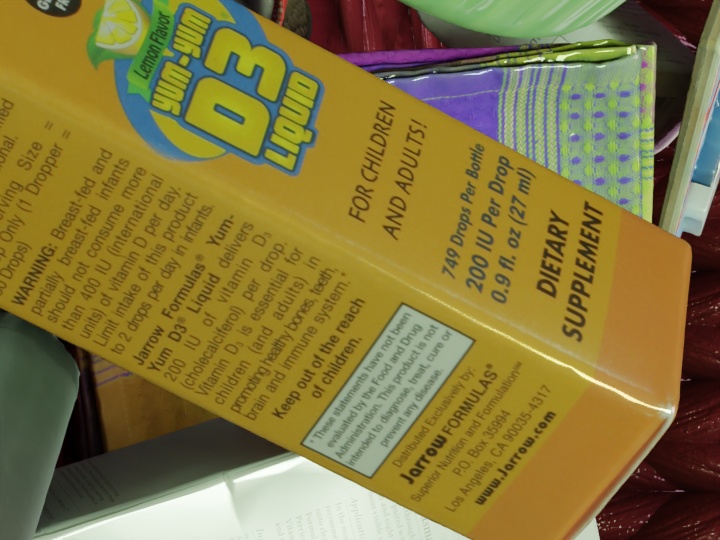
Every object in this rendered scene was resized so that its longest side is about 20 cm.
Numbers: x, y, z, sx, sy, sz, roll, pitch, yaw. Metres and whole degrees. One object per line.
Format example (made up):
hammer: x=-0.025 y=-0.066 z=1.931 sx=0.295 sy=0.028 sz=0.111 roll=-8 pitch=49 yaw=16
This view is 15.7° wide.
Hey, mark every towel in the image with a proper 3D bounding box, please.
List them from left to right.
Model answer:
towel: x=0.000 y=0.000 z=0.840 sx=0.023 sy=0.200 sz=0.144 roll=-119 pitch=-154 yaw=-64

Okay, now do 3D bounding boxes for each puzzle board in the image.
puzzle board: x=0.146 y=-0.103 z=0.967 sx=0.151 sy=0.017 sz=0.200 roll=94 pitch=17 yaw=-54

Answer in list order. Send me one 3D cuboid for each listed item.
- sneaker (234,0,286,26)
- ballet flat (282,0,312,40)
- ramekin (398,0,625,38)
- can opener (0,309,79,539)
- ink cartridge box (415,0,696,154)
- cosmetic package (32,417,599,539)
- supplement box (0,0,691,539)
sneaker: x=-0.038 y=-0.110 z=0.695 sx=0.113 sy=0.071 sz=0.200 roll=54 pitch=31 yaw=4
ballet flat: x=-0.050 y=-0.121 z=0.945 sx=0.046 sy=0.067 sz=0.200 roll=40 pitch=42 yaw=-39
ramekin: x=0.029 y=-0.155 z=0.661 sx=0.098 sy=0.200 sz=0.200 roll=-42 pitch=-158 yaw=33
can opener: x=-0.103 y=0.028 z=0.641 sx=0.066 sy=0.053 sz=0.200 roll=42 pitch=36 yaw=-31
ink cartridge box: x=0.039 y=-0.122 z=0.993 sx=0.050 sy=0.200 sz=0.161 roll=-52 pitch=169 yaw=13
cosmetic package: x=-0.003 y=0.133 z=0.692 sx=0.052 sy=0.151 sz=0.200 roll=-144 pitch=-139 yaw=-69
supplement box: x=-0.025 y=-0.011 z=0.603 sx=0.069 sy=0.200 sz=0.067 roll=-56 pitch=-167 yaw=40
